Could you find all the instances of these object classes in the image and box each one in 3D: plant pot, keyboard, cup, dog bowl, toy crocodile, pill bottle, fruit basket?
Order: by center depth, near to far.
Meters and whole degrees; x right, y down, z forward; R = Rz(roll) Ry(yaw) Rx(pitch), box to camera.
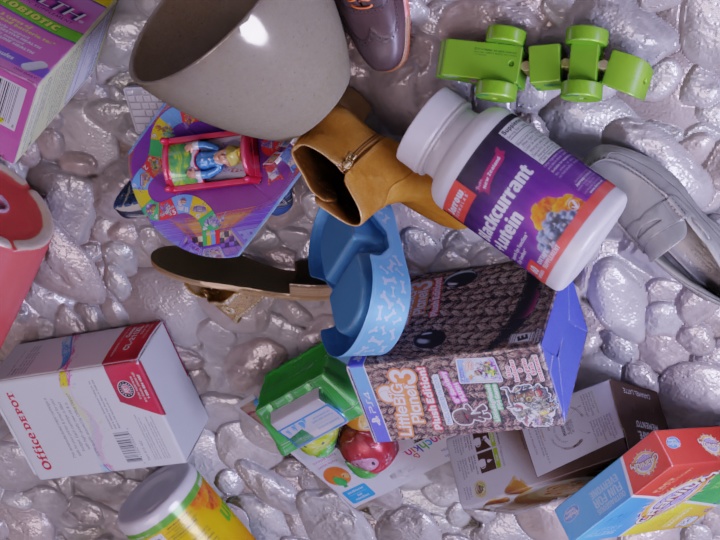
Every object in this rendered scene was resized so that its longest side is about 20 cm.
[{"bbox_3d":[0.167,-0.186,1.534,0.199,0.062,0.068,4,84,17],"label":"toy crocodile"},{"bbox_3d":[-0.092,-0.202,1.535,0.200,0.201,0.143,-27,126,31],"label":"cup"},{"bbox_3d":[0.136,-0.081,1.549,0.200,0.111,0.112,36,128,11],"label":"pill bottle"},{"bbox_3d":[0.000,0.000,1.635,0.049,0.200,0.112,12,131,-24],"label":"dog bowl"},{"bbox_3d":[-0.140,-0.162,1.676,0.199,0.011,0.056,1,123,18],"label":"keyboard"},{"bbox_3d":[-0.430,-0.015,1.772,0.200,0.201,0.177,38,116,-9],"label":"plant pot"},{"bbox_3d":[-0.008,0.173,1.813,0.185,0.094,0.200,-30,113,32],"label":"fruit basket"},{"bbox_3d":[-0.183,0.330,1.962,0.111,0.111,0.200,-26,112,30],"label":"pill bottle"}]

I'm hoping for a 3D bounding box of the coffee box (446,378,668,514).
[{"bbox_3d":[0.206,0.185,1.727,0.200,0.080,0.114,-24,158,30],"label":"coffee box"}]

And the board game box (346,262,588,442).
[{"bbox_3d":[0.110,0.078,1.667,0.200,0.160,0.097,-8,120,22],"label":"board game box"}]

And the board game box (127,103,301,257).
[{"bbox_3d":[-0.143,-0.114,1.629,0.158,0.039,0.200,40,100,12],"label":"board game box"}]

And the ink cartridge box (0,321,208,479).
[{"bbox_3d":[-0.296,0.148,1.892,0.200,0.083,0.146,-9,120,23],"label":"ink cartridge box"}]

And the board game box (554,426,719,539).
[{"bbox_3d":[0.314,0.213,1.686,0.153,0.200,0.040,-46,58,36],"label":"board game box"}]

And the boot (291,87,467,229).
[{"bbox_3d":[0.021,-0.077,1.599,0.201,0.144,0.071,42,126,-13],"label":"boot"}]

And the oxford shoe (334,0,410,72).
[{"bbox_3d":[-0.006,-0.263,1.525,0.071,0.073,0.200,-8,120,22],"label":"oxford shoe"}]

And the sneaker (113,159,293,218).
[{"bbox_3d":[-0.159,-0.069,1.708,0.200,0.077,0.085,-9,124,23],"label":"sneaker"}]

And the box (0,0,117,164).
[{"bbox_3d":[-0.353,-0.222,1.586,0.176,0.200,0.097,27,127,0],"label":"box"}]

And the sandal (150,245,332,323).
[{"bbox_3d":[-0.119,0.026,1.756,0.211,0.078,0.070,6,119,8],"label":"sandal"}]

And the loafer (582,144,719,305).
[{"bbox_3d":[0.289,-0.042,1.582,0.200,0.070,0.070,37,126,-9],"label":"loafer"}]
